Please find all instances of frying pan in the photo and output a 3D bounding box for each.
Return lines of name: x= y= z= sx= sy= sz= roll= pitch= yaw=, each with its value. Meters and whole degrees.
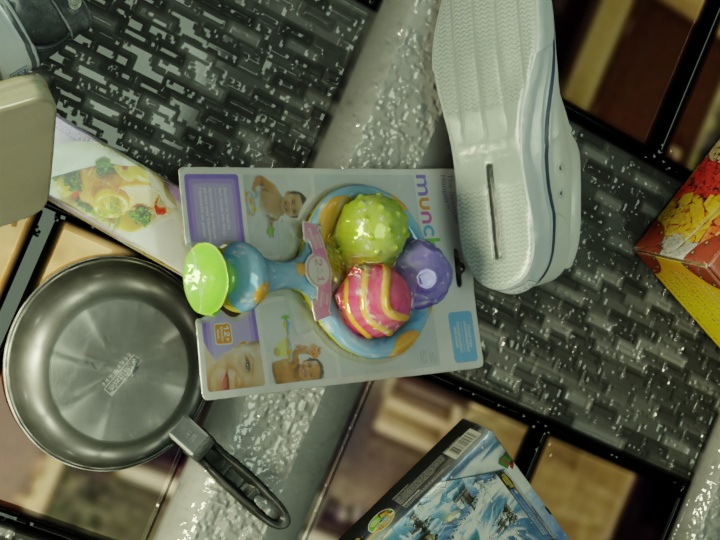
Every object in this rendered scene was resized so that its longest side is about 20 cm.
frying pan: x=-0.116 y=0.084 z=0.827 sx=0.114 sy=0.031 sz=0.191 roll=-27 pitch=105 yaw=-18

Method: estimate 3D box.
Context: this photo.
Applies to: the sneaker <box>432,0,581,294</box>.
sneaker: x=0.087 y=-0.088 z=0.879 sx=0.071 sy=0.072 sz=0.202 roll=-2 pitch=93 yaw=-57

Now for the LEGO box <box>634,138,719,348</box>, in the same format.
LEGO box: x=0.292 y=0.001 z=0.973 sx=0.200 sy=0.077 sz=0.149 roll=45 pitch=78 yaw=-23

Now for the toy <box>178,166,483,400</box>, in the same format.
toy: x=0.000 y=0.000 z=0.813 sx=0.199 sy=0.047 sz=0.116 roll=-4 pitch=84 yaw=-39

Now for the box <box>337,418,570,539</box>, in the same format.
box: x=0.035 y=0.205 z=0.905 sx=0.200 sy=0.040 sz=0.137 roll=-42 pitch=111 yaw=-14

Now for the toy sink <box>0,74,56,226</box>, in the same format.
toy sink: x=-0.246 y=-0.068 z=0.670 sx=0.198 sy=0.130 sz=0.113 roll=-20 pitch=76 yaw=-19

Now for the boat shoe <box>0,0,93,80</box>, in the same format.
boat shoe: x=-0.193 y=-0.188 z=0.725 sx=0.068 sy=0.072 sz=0.201 roll=-35 pitch=113 yaw=-14

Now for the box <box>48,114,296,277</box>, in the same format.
box: x=-0.101 y=-0.024 z=0.809 sx=0.199 sy=0.041 sz=0.039 roll=31 pitch=84 yaw=-26
